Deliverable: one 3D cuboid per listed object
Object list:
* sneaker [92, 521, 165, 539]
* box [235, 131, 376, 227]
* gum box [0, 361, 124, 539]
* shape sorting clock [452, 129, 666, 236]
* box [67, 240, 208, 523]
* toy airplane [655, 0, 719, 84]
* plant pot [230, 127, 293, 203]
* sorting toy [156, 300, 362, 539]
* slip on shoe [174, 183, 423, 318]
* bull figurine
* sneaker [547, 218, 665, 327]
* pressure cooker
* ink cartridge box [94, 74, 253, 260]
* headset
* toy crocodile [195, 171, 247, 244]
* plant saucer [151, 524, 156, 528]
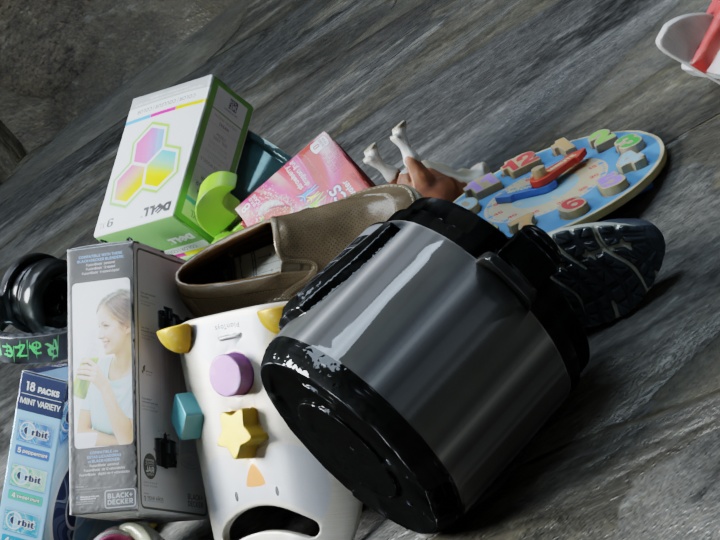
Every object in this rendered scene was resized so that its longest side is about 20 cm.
[{"bbox_3d":[-0.170,0.228,1.613,0.081,0.088,0.200,-45,9,-13],"label":"sneaker"},{"bbox_3d":[0.000,0.000,1.660,0.100,0.095,0.200,-40,50,4],"label":"box"},{"bbox_3d":[-0.224,0.171,1.664,0.170,0.044,0.201,-8,-72,-71],"label":"gum box"},{"bbox_3d":[0.147,-0.064,1.689,0.199,0.039,0.200,-24,14,6],"label":"shape sorting clock"},{"bbox_3d":[-0.167,0.087,1.604,0.060,0.201,0.117,-6,-11,22],"label":"box"},{"bbox_3d":[0.304,-0.245,1.681,0.200,0.141,0.199,-28,21,40],"label":"toy airplane"},{"bbox_3d":[-0.107,0.006,1.927,0.196,0.200,0.200,-51,17,-9],"label":"plant pot"},{"bbox_3d":[-0.063,0.121,1.533,0.199,0.181,0.107,-13,-13,36],"label":"sorting toy"},{"bbox_3d":[-0.046,-0.016,1.592,0.199,0.061,0.076,-20,55,17],"label":"slip on shoe"},{"bbox_3d":[0.036,-0.047,1.811,0.200,0.122,0.065,-45,9,-23],"label":"bull figurine"},{"bbox_3d":[0.141,0.000,1.528,0.200,0.078,0.086,-28,17,41],"label":"sneaker"},{"bbox_3d":[0.054,0.052,1.416,0.200,0.179,0.176,-46,41,-17],"label":"pressure cooker"},{"bbox_3d":[-0.169,-0.065,1.854,0.103,0.059,0.201,-12,54,41],"label":"ink cartridge box"},{"bbox_3d":[-0.225,0.032,1.723,0.123,0.095,0.200,0,27,23],"label":"headset"},{"bbox_3d":[-0.069,0.001,1.800,0.062,0.200,0.068,-38,10,25],"label":"toy crocodile"},{"bbox_3d":[-0.210,0.132,1.895,0.048,0.201,0.200,-4,5,-18],"label":"plant saucer"}]
